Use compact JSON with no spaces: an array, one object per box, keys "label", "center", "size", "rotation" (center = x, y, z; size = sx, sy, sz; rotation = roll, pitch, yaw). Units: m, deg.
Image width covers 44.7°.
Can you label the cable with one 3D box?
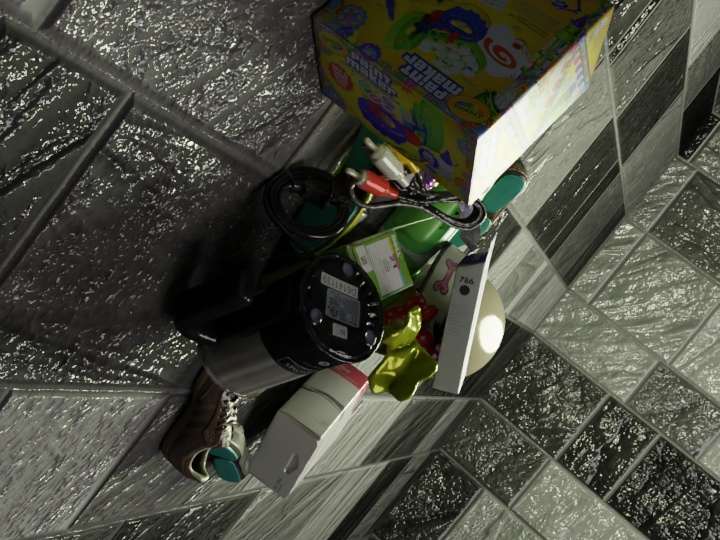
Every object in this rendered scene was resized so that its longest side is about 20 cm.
[{"label":"cable","center":[0.062,-0.083,0.987],"size":[0.200,0.050,0.097],"rotation":[33,95,-28]}]

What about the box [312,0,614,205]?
[{"label":"box","center":[0.094,-0.209,0.839],"size":[0.193,0.200,0.122],"rotation":[-44,160,-17]}]

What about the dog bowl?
[{"label":"dog bowl","center":[0.116,0.064,1.259],"size":[0.200,0.074,0.200],"rotation":[-61,169,-20]}]

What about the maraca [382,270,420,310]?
[{"label":"maraca","center":[0.029,0.045,1.307],"size":[0.137,0.107,0.200],"rotation":[-33,-176,23]}]

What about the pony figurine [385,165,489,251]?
[{"label":"pony figurine","center":[0.125,-0.143,1.112],"size":[0.200,0.166,0.193],"rotation":[-45,-167,32]}]

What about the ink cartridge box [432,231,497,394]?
[{"label":"ink cartridge box","center":[0.133,0.048,1.114],"size":[0.099,0.039,0.200],"rotation":[-31,134,-75]}]

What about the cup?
[{"label":"cup","center":[0.124,0.071,1.431],"size":[0.200,0.200,0.143],"rotation":[-51,155,2]}]

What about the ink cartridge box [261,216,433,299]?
[{"label":"ink cartridge box","center":[0.000,0.000,1.096],"size":[0.148,0.076,0.200],"rotation":[-18,-178,38]}]

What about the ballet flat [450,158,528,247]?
[{"label":"ballet flat","center":[0.187,-0.106,1.349],"size":[0.200,0.070,0.065],"rotation":[-40,-152,40]}]

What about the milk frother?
[{"label":"milk frother","center":[-0.088,0.014,0.967],"size":[0.188,0.180,0.200],"rotation":[-22,-143,42]}]

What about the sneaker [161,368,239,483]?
[{"label":"sneaker","center":[-0.183,0.187,1.134],"size":[0.070,0.076,0.200],"rotation":[-13,139,-60]}]

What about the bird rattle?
[{"label":"bird rattle","center":[0.019,0.070,1.074],"size":[0.200,0.163,0.113],"rotation":[-89,-178,-74]}]

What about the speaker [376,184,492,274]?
[{"label":"speaker","center":[0.109,-0.091,1.256],"size":[0.200,0.088,0.088],"rotation":[-49,161,-4]}]

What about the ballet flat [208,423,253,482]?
[{"label":"ballet flat","center":[-0.194,0.252,1.276],"size":[0.200,0.067,0.064],"rotation":[92,14,-61]}]

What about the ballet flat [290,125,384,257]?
[{"label":"ballet flat","center":[-0.005,-0.095,1.025],"size":[0.200,0.067,0.067],"rotation":[-56,151,9]}]

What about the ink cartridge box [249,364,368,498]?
[{"label":"ink cartridge box","center":[-0.081,0.246,1.405],"size":[0.147,0.083,0.200],"rotation":[-61,170,29]}]
